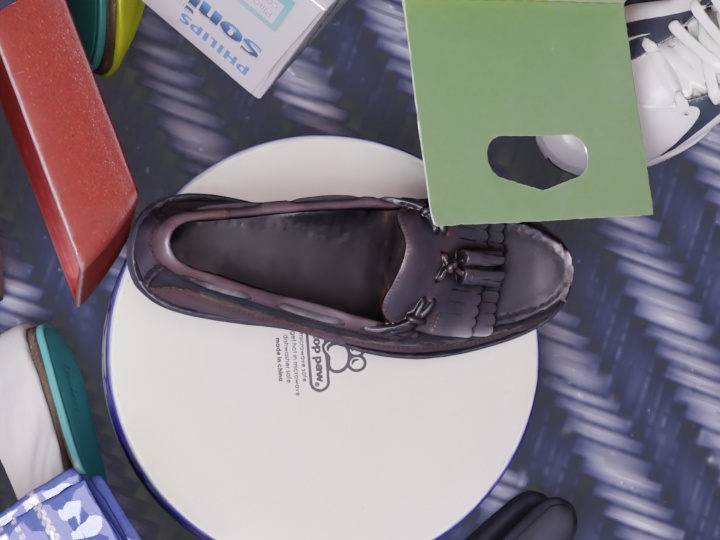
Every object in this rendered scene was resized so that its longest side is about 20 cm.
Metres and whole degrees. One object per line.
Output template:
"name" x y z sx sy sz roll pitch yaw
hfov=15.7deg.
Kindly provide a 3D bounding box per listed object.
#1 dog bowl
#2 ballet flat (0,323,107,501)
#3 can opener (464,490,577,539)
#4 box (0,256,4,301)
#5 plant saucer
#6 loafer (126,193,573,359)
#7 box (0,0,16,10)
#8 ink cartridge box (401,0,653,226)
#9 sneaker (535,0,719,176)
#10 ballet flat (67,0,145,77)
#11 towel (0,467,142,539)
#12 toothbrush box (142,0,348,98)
"dog bowl" -0.019 0.039 1.201 0.199 0.079 0.201 0 86 -5
"ballet flat" -0.137 0.115 1.167 0.069 0.070 0.201 -19 57 -7
"can opener" 0.023 0.173 1.200 0.200 0.063 0.079 -38 113 -9
"box" -0.231 -0.028 1.125 0.132 0.200 0.115 -19 88 -7
"plant saucer" -0.142 -0.090 1.139 0.037 0.200 0.201 -20 87 -8
"loafer" 0.000 0.000 1.129 0.199 0.063 0.072 4 86 -10
"box" -0.250 -0.180 1.014 0.104 0.200 0.183 -35 126 -32
"ink cartridge box" 0.080 -0.125 1.143 0.145 0.048 0.201 -4 80 -41
"sneaker" 0.176 -0.110 1.206 0.198 0.130 0.080 -21 87 -7
"ballet flat" -0.117 -0.192 1.223 0.067 0.067 0.201 -10 84 -28
"towel" -0.159 0.192 1.081 0.200 0.024 0.145 -32 84 -1
"toothbrush box" -0.034 -0.200 1.177 0.146 0.085 0.200 41 56 -1
